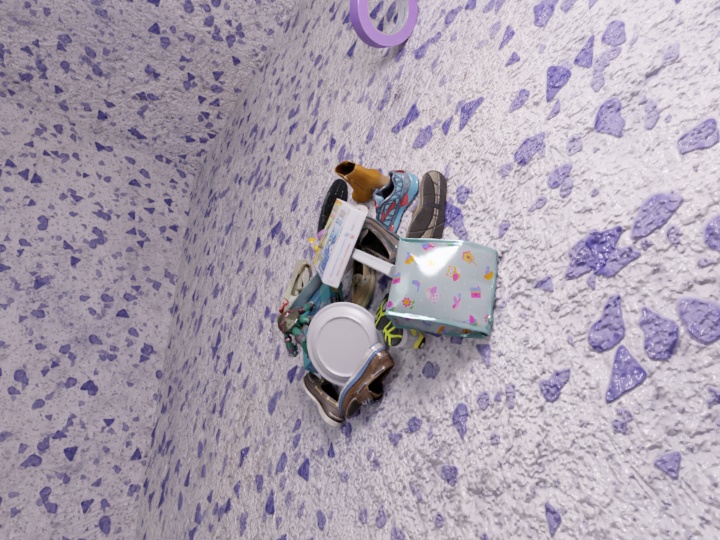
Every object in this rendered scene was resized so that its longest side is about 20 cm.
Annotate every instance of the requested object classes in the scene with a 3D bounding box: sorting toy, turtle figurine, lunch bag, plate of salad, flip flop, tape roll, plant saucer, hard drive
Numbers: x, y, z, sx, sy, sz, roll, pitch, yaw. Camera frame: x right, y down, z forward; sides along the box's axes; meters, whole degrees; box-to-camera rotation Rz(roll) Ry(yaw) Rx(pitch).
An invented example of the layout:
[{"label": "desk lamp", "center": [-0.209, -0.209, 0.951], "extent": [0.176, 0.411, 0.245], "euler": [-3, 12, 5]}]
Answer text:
[{"label": "sorting toy", "center": [-0.049, -0.109, 1.557], "extent": [0.181, 0.106, 0.200], "euler": [-52, 20, 2]}, {"label": "turtle figurine", "center": [-0.162, 0.145, 1.447], "extent": [0.199, 0.100, 0.153], "euler": [10, 78, 57]}, {"label": "lunch bag", "center": [0.162, 0.034, 1.081], "extent": [0.196, 0.122, 0.174], "euler": [6, 72, 17]}, {"label": "plate of salad", "center": [-0.033, 0.173, 1.329], "extent": [0.203, 0.198, 0.048], "euler": [-61, -11, 16]}, {"label": "flip flop", "center": [0.147, -0.128, 1.270], "extent": [0.058, 0.079, 0.204], "euler": [142, 142, -69]}, {"label": "tape roll", "center": [0.068, -0.760, 1.645], "extent": [0.065, 0.197, 0.204], "euler": [29, 98, 59]}, {"label": "plant saucer", "center": [-0.145, 0.066, 1.627], "extent": [0.202, 0.039, 0.201], "euler": [-51, 1, 1]}, {"label": "hard drive", "center": [0.068, -0.001, 1.264], "extent": [0.199, 0.130, 0.027], "euler": [26, 93, 61]}]

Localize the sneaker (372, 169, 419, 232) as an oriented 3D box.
[{"label": "sneaker", "center": [0.061, -0.164, 1.409], "extent": [0.203, 0.094, 0.080], "euler": [-62, 30, 18]}]

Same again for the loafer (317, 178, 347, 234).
[{"label": "loafer", "center": [-0.094, -0.182, 1.718], "extent": [0.072, 0.072, 0.204], "euler": [12, 83, 65]}]

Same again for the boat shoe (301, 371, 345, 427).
[{"label": "boat shoe", "center": [-0.089, 0.310, 1.418], "extent": [0.060, 0.071, 0.200], "euler": [-58, 34, 8]}]

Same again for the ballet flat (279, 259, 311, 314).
[{"label": "ballet flat", "center": [-0.198, 0.064, 1.763], "extent": [0.069, 0.068, 0.204], "euler": [5, 78, 60]}]

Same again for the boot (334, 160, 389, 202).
[{"label": "boot", "center": [-0.015, -0.249, 1.543], "extent": [0.200, 0.142, 0.072], "euler": [-5, 68, 59]}]

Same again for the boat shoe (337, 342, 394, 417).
[{"label": "boat shoe", "center": [0.012, 0.263, 1.261], "extent": [0.072, 0.071, 0.203], "euler": [41, 119, 31]}]

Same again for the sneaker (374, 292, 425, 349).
[{"label": "sneaker", "center": [0.083, 0.118, 1.233], "extent": [0.076, 0.075, 0.201], "euler": [-62, 19, 18]}]

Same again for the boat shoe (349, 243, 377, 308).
[{"label": "boat shoe", "center": [0.000, 0.000, 1.452], "extent": [0.073, 0.062, 0.204], "euler": [-22, 55, 53]}]

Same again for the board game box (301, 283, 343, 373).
[{"label": "board game box", "center": [-0.098, 0.142, 1.480], "extent": [0.151, 0.046, 0.202], "euler": [-50, 31, 31]}]

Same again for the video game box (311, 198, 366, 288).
[{"label": "video game box", "center": [-0.056, -0.072, 1.370], "extent": [0.185, 0.046, 0.200], "euler": [-66, 17, 7]}]

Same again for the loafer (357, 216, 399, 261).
[{"label": "loafer", "center": [0.029, -0.079, 1.373], "extent": [0.198, 0.062, 0.073], "euler": [30, 130, 38]}]
